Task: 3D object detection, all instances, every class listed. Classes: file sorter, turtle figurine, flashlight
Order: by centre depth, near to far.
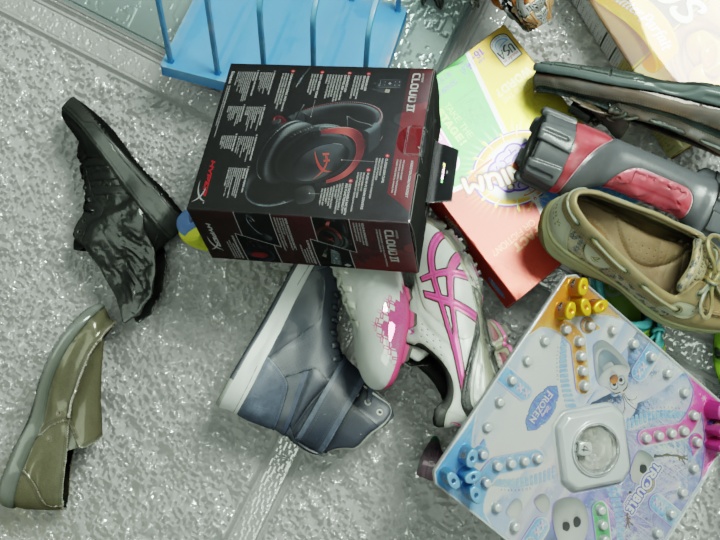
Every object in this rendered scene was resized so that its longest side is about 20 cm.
[{"bbox_3d":[0.230,-0.069,0.778,0.197,0.068,0.068,24,130,-3],"label":"flashlight"},{"bbox_3d":[0.153,0.175,0.794,0.197,0.101,0.152,24,88,12],"label":"turtle figurine"},{"bbox_3d":[-0.066,-0.240,0.807,0.196,0.123,0.141,15,60,7],"label":"file sorter"}]

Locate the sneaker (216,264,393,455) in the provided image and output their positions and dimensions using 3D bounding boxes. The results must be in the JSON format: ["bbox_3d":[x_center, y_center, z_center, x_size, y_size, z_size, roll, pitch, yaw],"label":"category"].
[{"bbox_3d":[-0.019,0.063,0.829,0.144,0.077,0.205,28,80,-2],"label":"sneaker"}]

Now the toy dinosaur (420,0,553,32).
[{"bbox_3d":[0.100,-0.299,0.803,0.100,0.136,0.204,-15,94,-5],"label":"toy dinosaur"}]

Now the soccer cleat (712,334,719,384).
[{"bbox_3d":[0.354,0.113,0.795,0.067,0.080,0.204,-23,62,36],"label":"soccer cleat"}]

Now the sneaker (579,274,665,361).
[{"bbox_3d":[0.232,0.068,0.799,0.076,0.080,0.204,-15,85,4],"label":"sneaker"}]

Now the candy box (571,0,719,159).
[{"bbox_3d":[0.278,-0.219,0.828,0.114,0.055,0.202,-31,84,4],"label":"candy box"}]

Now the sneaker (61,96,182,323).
[{"bbox_3d":[-0.239,-0.058,0.863,0.104,0.060,0.200,-43,83,1],"label":"sneaker"}]

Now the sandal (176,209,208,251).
[{"bbox_3d":[-0.085,-0.091,0.848,0.198,0.080,0.088,-32,78,-6],"label":"sandal"}]

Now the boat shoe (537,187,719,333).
[{"bbox_3d":[0.239,-0.006,0.740,0.197,0.063,0.075,21,73,-7],"label":"boat shoe"}]

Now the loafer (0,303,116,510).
[{"bbox_3d":[-0.265,0.129,0.852,0.069,0.075,0.203,22,93,-5],"label":"loafer"}]

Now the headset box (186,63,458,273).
[{"bbox_3d":[-0.021,-0.084,0.742,0.196,0.075,0.151,3,60,12],"label":"headset box"}]

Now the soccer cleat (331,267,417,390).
[{"bbox_3d":[0.000,0.000,0.780,0.085,0.070,0.204,15,61,-20],"label":"soccer cleat"}]

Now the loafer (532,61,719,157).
[{"bbox_3d":[0.237,-0.132,0.775,0.196,0.072,0.064,13,107,18],"label":"loafer"}]

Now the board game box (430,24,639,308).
[{"bbox_3d":[0.130,-0.094,0.827,0.152,0.040,0.201,-37,84,-9],"label":"board game box"}]

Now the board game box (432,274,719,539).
[{"bbox_3d":[0.187,0.142,0.732,0.199,0.026,0.201,39,80,-9],"label":"board game box"}]

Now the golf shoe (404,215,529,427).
[{"bbox_3d":[0.066,0.038,0.789,0.090,0.073,0.202,-17,57,-9],"label":"golf shoe"}]
